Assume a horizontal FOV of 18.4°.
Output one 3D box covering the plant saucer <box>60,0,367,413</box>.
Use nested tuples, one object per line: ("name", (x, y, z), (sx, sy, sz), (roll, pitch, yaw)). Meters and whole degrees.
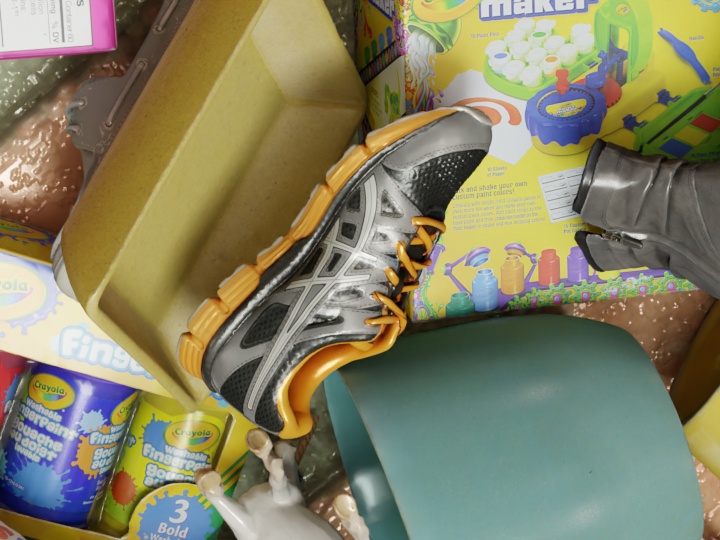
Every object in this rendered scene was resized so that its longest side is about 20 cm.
("plant saucer", (-0.078, -0.046, 1.123), (0.048, 0.200, 0.201), (26, 79, 17))

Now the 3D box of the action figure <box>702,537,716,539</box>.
("action figure", (0.239, 0.245, 1.316), (0.134, 0.200, 0.149), (-29, 126, 9))

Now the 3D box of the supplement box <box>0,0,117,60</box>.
("supplement box", (-0.229, -0.160, 1.126), (0.199, 0.101, 0.104), (-5, 108, -13))

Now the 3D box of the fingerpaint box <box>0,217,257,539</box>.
("fingerpaint box", (-0.160, 0.073, 1.232), (0.199, 0.073, 0.168), (17, 103, -19))

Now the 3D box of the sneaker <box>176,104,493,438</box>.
("sneaker", (0.000, 0.000, 1.112), (0.200, 0.078, 0.077), (-47, 68, 12))

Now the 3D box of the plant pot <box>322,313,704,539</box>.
("plant pot", (0.087, 0.114, 1.189), (0.160, 0.201, 0.202), (-19, 111, -8))

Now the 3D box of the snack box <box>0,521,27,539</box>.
("snack box", (-0.171, 0.185, 1.157), (0.200, 0.024, 0.072), (33, 114, 16))

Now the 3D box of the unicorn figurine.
("unicorn figurine", (-0.031, 0.138, 1.185), (0.074, 0.200, 0.138), (-29, 145, -2))

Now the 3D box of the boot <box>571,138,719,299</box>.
("boot", (0.186, -0.002, 1.158), (0.131, 0.070, 0.200), (7, 144, 24))

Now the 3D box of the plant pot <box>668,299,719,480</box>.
("plant pot", (0.288, 0.086, 1.296), (0.188, 0.201, 0.201), (30, 99, -4))

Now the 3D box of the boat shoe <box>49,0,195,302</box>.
("boat shoe", (-0.117, -0.078, 1.179), (0.071, 0.070, 0.201), (29, 73, 6))

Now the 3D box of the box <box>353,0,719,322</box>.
("box", (0.106, -0.090, 1.220), (0.199, 0.122, 0.194), (-6, 109, -11))

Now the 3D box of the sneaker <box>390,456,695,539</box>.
("sneaker", (0.108, 0.146, 1.336), (0.199, 0.075, 0.100), (-20, 130, -7))
